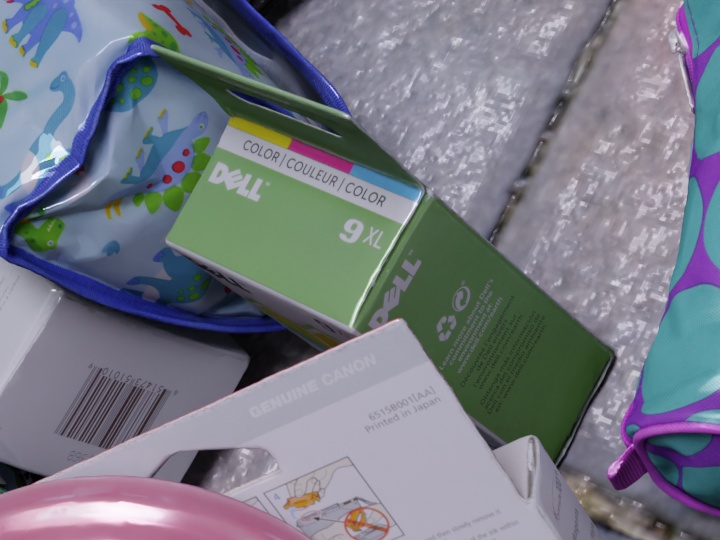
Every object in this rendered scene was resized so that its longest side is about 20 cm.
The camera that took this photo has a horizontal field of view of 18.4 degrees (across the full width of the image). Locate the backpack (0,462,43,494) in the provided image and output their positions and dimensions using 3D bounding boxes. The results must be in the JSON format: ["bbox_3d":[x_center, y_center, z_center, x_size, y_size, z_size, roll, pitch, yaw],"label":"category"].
[{"bbox_3d":[-0.208,0.111,0.941,0.200,0.153,0.164,45,113,24],"label":"backpack"}]

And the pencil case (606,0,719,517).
[{"bbox_3d":[0.147,-0.015,0.802,0.092,0.085,0.202,3,66,18],"label":"pencil case"}]

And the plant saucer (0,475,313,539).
[{"bbox_3d":[-0.079,0.165,0.779,0.199,0.201,0.051,-23,27,21],"label":"plant saucer"}]

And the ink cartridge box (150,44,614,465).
[{"bbox_3d":[0.000,0.000,0.816,0.103,0.200,0.060,25,81,41],"label":"ink cartridge box"}]

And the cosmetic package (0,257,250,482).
[{"bbox_3d":[-0.149,0.009,0.956,0.082,0.112,0.200,-57,45,10],"label":"cosmetic package"}]

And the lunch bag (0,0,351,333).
[{"bbox_3d":[-0.087,-0.062,0.911,0.128,0.199,0.170,-51,49,10],"label":"lunch bag"}]

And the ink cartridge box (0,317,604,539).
[{"bbox_3d":[-0.022,0.108,0.790,0.199,0.174,0.044,-25,25,21],"label":"ink cartridge box"}]

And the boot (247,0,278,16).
[{"bbox_3d":[-0.037,-0.232,1.051,0.157,0.079,0.212,-32,52,16],"label":"boot"}]
